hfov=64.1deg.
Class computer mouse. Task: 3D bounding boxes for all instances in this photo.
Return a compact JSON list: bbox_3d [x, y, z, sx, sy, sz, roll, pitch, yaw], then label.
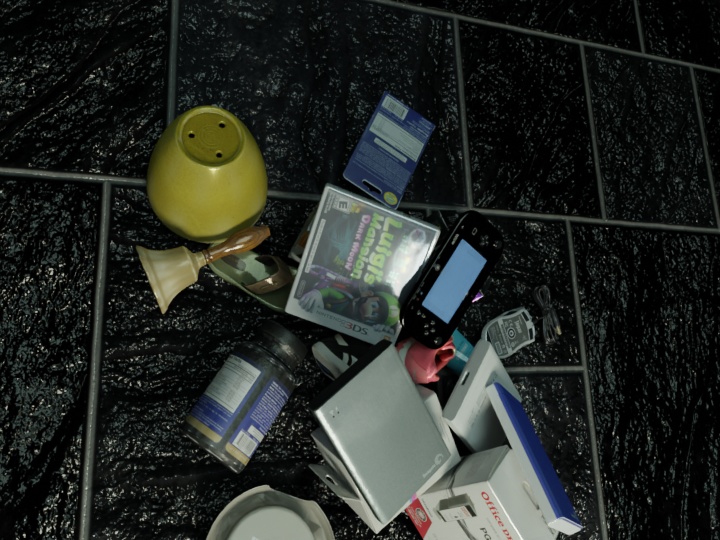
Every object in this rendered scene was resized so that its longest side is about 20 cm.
[{"bbox_3d":[0.290,0.106,1.073,0.195,0.044,0.113,-16,88,-28],"label":"computer mouse"}]

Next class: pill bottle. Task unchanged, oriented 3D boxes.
[{"bbox_3d":[-0.165,0.181,0.854,0.111,0.112,0.203,37,68,-7],"label":"pill bottle"}]

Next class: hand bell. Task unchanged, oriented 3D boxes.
[{"bbox_3d":[-0.230,-0.025,0.880,0.196,0.104,0.107,-25,86,-21],"label":"hand bell"}]

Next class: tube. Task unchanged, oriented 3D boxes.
[{"bbox_3d":[0.173,0.149,1.022,0.199,0.050,0.078,43,60,0],"label":"tube"}]

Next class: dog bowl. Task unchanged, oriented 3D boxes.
[{"bbox_3d":[-0.132,0.417,0.821,0.194,0.059,0.206,11,61,-19],"label":"dog bowl"}]

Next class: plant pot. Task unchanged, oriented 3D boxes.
[{"bbox_3d":[-0.231,-0.165,0.884,0.193,0.142,0.207,6,69,-15],"label":"plant pot"}]

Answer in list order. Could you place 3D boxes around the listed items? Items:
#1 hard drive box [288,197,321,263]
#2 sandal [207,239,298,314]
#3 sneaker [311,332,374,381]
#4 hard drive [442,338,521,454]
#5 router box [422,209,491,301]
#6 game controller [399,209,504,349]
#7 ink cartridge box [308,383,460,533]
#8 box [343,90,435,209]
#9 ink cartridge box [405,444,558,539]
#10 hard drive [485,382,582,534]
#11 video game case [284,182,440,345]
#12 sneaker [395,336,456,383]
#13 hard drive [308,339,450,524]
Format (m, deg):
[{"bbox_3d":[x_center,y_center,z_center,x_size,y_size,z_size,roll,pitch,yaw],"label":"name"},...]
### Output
[{"bbox_3d":[-0.006,-0.023,0.936,0.196,0.156,0.078,31,69,-9],"label":"hard drive box"},{"bbox_3d":[-0.156,0.008,0.926,0.196,0.057,0.082,24,66,-10],"label":"sandal"},{"bbox_3d":[0.013,0.142,0.889,0.110,0.199,0.075,-30,127,-20],"label":"sneaker"},{"bbox_3d":[0.199,0.218,0.920,0.134,0.026,0.201,-58,138,-19],"label":"hard drive"},{"bbox_3d":[0.165,-0.026,0.982,0.050,0.199,0.153,-28,87,18],"label":"router box"},{"bbox_3d":[0.134,0.014,0.844,0.103,0.042,0.203,33,88,-40],"label":"game controller"},{"bbox_3d":[0.028,0.276,0.877,0.197,0.128,0.128,-32,109,-22],"label":"ink cartridge box"},{"bbox_3d":[0.051,-0.219,1.068,0.119,0.032,0.204,30,68,-10],"label":"box"},{"bbox_3d":[0.176,0.370,0.875,0.082,0.199,0.149,-32,87,-45],"label":"ink cartridge box"},{"bbox_3d":[0.257,0.278,0.856,0.025,0.132,0.204,-32,51,15],"label":"hard drive"},{"bbox_3d":[0.000,0.000,0.844,0.176,0.023,0.205,19,109,-6],"label":"video game case"},{"bbox_3d":[0.122,0.118,0.928,0.201,0.084,0.076,-49,133,-47],"label":"sneaker"},{"bbox_3d":[0.031,0.219,0.781,0.138,0.033,0.204,-36,111,-21],"label":"hard drive"}]
